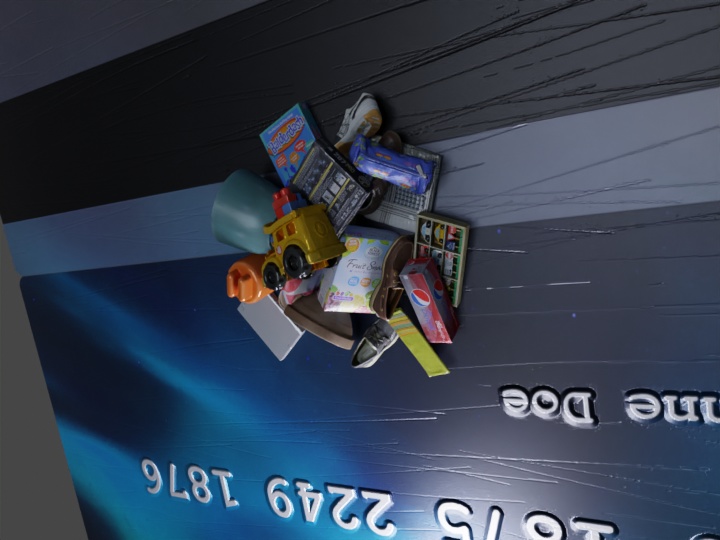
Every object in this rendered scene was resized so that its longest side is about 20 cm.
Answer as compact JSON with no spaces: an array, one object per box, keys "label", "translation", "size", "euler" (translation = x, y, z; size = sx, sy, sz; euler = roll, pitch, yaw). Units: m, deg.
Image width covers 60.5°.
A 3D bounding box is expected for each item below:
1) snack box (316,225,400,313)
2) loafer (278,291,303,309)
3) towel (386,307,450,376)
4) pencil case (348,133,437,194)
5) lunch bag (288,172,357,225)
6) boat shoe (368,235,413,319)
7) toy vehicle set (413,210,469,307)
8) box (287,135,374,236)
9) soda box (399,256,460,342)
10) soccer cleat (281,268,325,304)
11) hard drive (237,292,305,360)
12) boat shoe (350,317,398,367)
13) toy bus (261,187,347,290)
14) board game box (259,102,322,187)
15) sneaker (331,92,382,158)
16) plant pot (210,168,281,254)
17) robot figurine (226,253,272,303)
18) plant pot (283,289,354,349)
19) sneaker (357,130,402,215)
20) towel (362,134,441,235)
[{"label":"snack box","translation":[0.000,0.000,1.490],"size":[0.068,0.164,0.205],"euler":[51,130,51]},{"label":"loafer","translation":[-0.161,0.046,1.657],"size":[0.198,0.068,0.077],"euler":[-37,84,33]},{"label":"towel","translation":[0.134,0.177,1.502],"size":[0.202,0.018,0.086],"euler":[52,152,-8]},{"label":"pencil case","translation":[0.069,-0.232,1.358],"size":[0.194,0.087,0.081],"euler":[18,93,-10]},{"label":"lunch bag","translation":[-0.107,-0.125,1.522],"size":[0.164,0.139,0.205],"euler":[24,129,24]},{"label":"boat shoe","translation":[0.084,0.021,1.454],"size":[0.067,0.070,0.206],"euler":[39,113,52]},{"label":"toy vehicle set","translation":[0.183,-0.026,1.437],"size":[0.121,0.026,0.206],"euler":[16,120,25]},{"label":"box","translation":[-0.080,-0.163,1.364],"size":[0.160,0.049,0.201],"euler":[41,128,4]},{"label":"soda box","translation":[0.163,0.071,1.432],"size":[0.068,0.064,0.204],"euler":[-4,124,37]},{"label":"soccer cleat","translation":[-0.120,0.021,1.554],"size":[0.065,0.197,0.079],"euler":[12,113,43]},{"label":"hard drive","translation":[-0.257,0.140,1.767],"size":[0.200,0.026,0.133],"euler":[47,122,11]},{"label":"boat shoe","translation":[0.040,0.179,1.576],"size":[0.072,0.065,0.203],"euler":[44,120,15]},{"label":"toy bus","translation":[-0.151,-0.073,1.353],"size":[0.197,0.134,0.197],"euler":[-25,88,42]},{"label":"board game box","translation":[-0.154,-0.294,1.570],"size":[0.150,0.045,0.205],"euler":[-28,89,33]},{"label":"sneaker","translation":[-0.016,-0.336,1.473],"size":[0.199,0.074,0.090],"euler":[-39,53,42]},{"label":"plant pot","translation":[-0.260,-0.137,1.591],"size":[0.157,0.200,0.207],"euler":[23,115,19]},{"label":"robot figurine","translation":[-0.268,0.012,1.634],"size":[0.142,0.199,0.119],"euler":[-26,96,36]},{"label":"plant pot","translation":[-0.092,0.114,1.583],"size":[0.197,0.200,0.095],"euler":[27,88,21]},{"label":"sneaker","translation":[0.039,-0.219,1.425],"size":[0.069,0.075,0.205],"euler":[27,113,19]},{"label":"towel","translation":[0.086,-0.202,1.461],"size":[0.195,0.034,0.199],"euler":[21,114,25]}]
